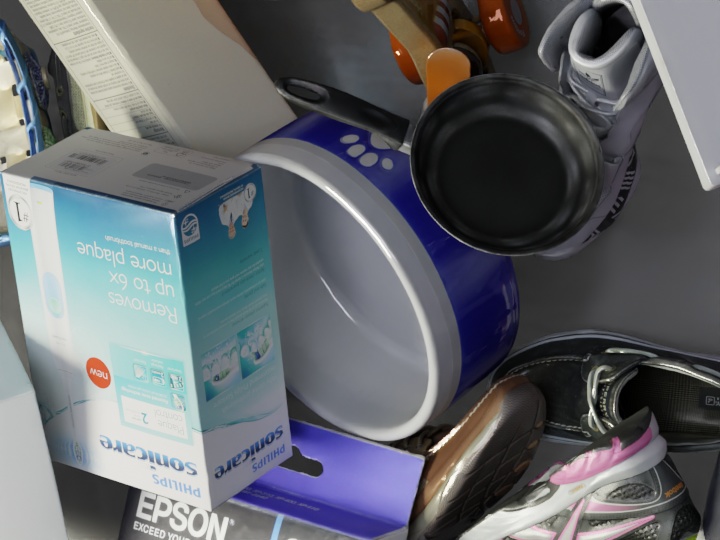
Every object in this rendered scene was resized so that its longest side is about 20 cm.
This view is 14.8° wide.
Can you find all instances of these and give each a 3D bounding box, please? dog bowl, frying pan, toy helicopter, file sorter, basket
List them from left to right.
[{"bbox_3d":[-0.274,-0.089,1.789,0.139,0.200,0.177,-15,87,22],"label":"basket"},{"bbox_3d":[0.000,0.000,1.692,0.200,0.079,0.200,34,143,31],"label":"dog bowl"},{"bbox_3d":[0.036,-0.136,1.661,0.079,0.200,0.133,-17,61,21],"label":"toy helicopter"},{"bbox_3d":[0.047,-0.058,1.604,0.189,0.031,0.115,-3,69,-9],"label":"frying pan"},{"bbox_3d":[0.275,-0.152,1.558,0.200,0.125,0.139,-19,83,-13],"label":"file sorter"}]

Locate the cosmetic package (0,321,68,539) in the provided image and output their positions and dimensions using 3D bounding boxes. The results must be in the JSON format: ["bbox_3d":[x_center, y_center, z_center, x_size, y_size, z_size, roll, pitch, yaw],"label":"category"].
[{"bbox_3d":[-0.232,0.118,1.769,0.151,0.052,0.200,-128,24,-50],"label":"cosmetic package"}]

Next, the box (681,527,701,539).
[{"bbox_3d":[0.211,0.221,1.687,0.200,0.048,0.122,-26,82,20],"label":"box"}]

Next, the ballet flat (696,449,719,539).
[{"bbox_3d":[0.230,0.199,1.620,0.073,0.073,0.200,-23,86,21],"label":"ballet flat"}]

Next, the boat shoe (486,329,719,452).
[{"bbox_3d":[0.165,0.073,1.688,0.199,0.071,0.072,0,92,23],"label":"boat shoe"}]

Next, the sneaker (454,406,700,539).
[{"bbox_3d":[0.130,0.161,1.666,0.086,0.080,0.200,56,147,4],"label":"sneaker"}]

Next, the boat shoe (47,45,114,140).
[{"bbox_3d":[-0.175,-0.140,1.818,0.066,0.072,0.201,-10,88,45],"label":"boat shoe"}]

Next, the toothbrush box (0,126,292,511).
[{"bbox_3d":[-0.129,0.028,1.692,0.146,0.085,0.200,15,122,36],"label":"toothbrush box"}]

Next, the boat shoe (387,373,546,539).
[{"bbox_3d":[0.042,0.131,1.725,0.072,0.076,0.200,50,123,24],"label":"boat shoe"}]

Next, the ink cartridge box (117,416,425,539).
[{"bbox_3d":[-0.068,0.189,1.726,0.198,0.043,0.201,13,91,35],"label":"ink cartridge box"}]

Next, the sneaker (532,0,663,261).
[{"bbox_3d":[0.136,-0.097,1.669,0.075,0.115,0.200,31,103,18],"label":"sneaker"}]

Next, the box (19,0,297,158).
[{"bbox_3d":[-0.138,-0.149,1.743,0.200,0.078,0.095,56,155,-16],"label":"box"}]
